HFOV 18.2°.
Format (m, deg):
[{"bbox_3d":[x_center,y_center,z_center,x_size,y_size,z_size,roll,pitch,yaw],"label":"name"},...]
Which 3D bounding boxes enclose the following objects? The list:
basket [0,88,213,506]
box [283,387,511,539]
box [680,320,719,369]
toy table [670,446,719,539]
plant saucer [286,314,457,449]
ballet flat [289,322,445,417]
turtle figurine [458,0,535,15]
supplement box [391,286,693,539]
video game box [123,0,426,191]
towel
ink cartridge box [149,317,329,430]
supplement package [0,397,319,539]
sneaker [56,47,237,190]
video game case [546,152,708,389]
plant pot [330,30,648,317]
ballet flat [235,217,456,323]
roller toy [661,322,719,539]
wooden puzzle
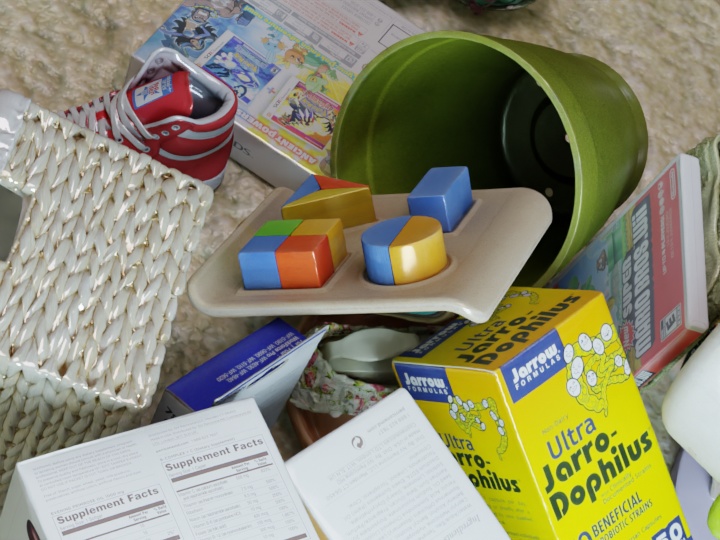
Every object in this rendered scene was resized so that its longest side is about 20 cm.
[{"bbox_3d":[-0.207,0.030,1.450,0.160,0.200,0.199,19,54,-7],"label":"basket"},{"bbox_3d":[0.019,0.203,1.416,0.106,0.152,0.200,-30,79,-31],"label":"box"},{"bbox_3d":[0.330,0.019,1.628,0.200,0.137,0.038,-31,75,-8],"label":"box"},{"bbox_3d":[0.298,0.149,1.585,0.183,0.117,0.201,9,54,-12],"label":"toy table"},{"bbox_3d":[0.040,0.094,1.587,0.199,0.037,0.201,9,56,-13],"label":"plant saucer"},{"bbox_3d":[0.042,0.066,1.545,0.199,0.064,0.076,-3,58,-21],"label":"ballet flat"},{"bbox_3d":[0.099,-0.252,1.802,0.199,0.101,0.150,4,40,3],"label":"turtle figurine"},{"bbox_3d":[0.123,0.124,1.488,0.109,0.109,0.201,-34,111,-32],"label":"supplement box"},{"bbox_3d":[-0.049,-0.152,1.719,0.200,0.047,0.182,34,52,6],"label":"video game box"},{"bbox_3d":[0.209,0.006,1.600,0.036,0.200,0.149,17,52,-18],"label":"towel"},{"bbox_3d":[-0.091,0.093,1.442,0.099,0.200,0.039,-32,74,-33],"label":"ink cartridge box"},{"bbox_3d":[-0.134,0.188,1.364,0.155,0.200,0.111,-14,62,-26],"label":"supplement package"},{"bbox_3d":[-0.183,-0.101,1.598,0.199,0.113,0.071,-5,58,-21],"label":"sneaker"},{"bbox_3d":[0.181,0.028,1.575,0.017,0.200,0.143,16,53,-19],"label":"video game case"},{"bbox_3d":[0.114,-0.083,1.631,0.200,0.201,0.193,47,31,15],"label":"plant pot"},{"bbox_3d":[0.000,0.000,1.570,0.199,0.069,0.063,15,16,35],"label":"ballet flat"},{"bbox_3d":[0.291,0.066,1.450,0.140,0.183,0.200,44,54,14],"label":"roller toy"},{"bbox_3d":[0.008,-0.024,1.465,0.199,0.046,0.185,3,24,20],"label":"wooden puzzle"}]
